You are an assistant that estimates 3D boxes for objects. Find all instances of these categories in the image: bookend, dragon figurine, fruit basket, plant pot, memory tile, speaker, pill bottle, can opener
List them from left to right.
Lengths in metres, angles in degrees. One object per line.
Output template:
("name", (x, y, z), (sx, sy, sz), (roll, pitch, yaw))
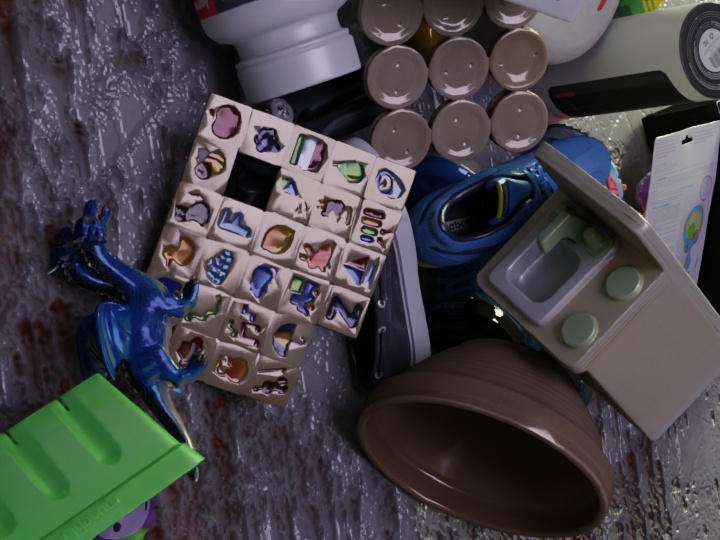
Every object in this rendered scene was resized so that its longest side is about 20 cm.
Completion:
("fruit basket", (-0.192, 0.201, 1.179), (0.215, 0.155, 0.216), (13, 62, -26))
("dragon figurine", (-0.162, 0.053, 1.252), (0.099, 0.059, 0.201), (2, 73, -26))
("pill bottle", (-0.073, -0.231, 1.342), (0.119, 0.119, 0.201), (-24, 99, -39))
("can opener", (-0.034, -0.117, 1.404), (0.063, 0.079, 0.200), (46, 47, 6))
("memory tile", (0.070, -0.179, 1.381), (0.153, 0.017, 0.201), (-11, 111, -16))
("plant pot", (0.105, 0.116, 1.390), (0.201, 0.201, 0.093), (40, 57, -28))
("speaker", (0.223, -0.174, 1.527), (0.081, 0.200, 0.081), (1, 88, -37))
("bookend", (0.384, -0.082, 1.716), (0.198, 0.092, 0.201), (-23, 99, -39))

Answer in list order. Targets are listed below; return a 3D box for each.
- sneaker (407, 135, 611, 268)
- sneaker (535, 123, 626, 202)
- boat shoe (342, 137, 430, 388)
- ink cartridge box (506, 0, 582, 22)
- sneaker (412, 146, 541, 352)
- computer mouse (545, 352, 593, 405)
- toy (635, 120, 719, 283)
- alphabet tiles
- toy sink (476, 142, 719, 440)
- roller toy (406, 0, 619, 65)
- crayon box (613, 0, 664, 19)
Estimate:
("sneaker", (0.126, -0.057, 1.415), (0.200, 0.078, 0.066), (-24, 88, -24))
("sneaker", (0.177, -0.025, 1.547), (0.095, 0.079, 0.201), (-15, 94, -38))
("boat shoe", (0.000, 0.000, 1.394), (0.066, 0.070, 0.201), (-25, 119, -26))
("ink cartridge box", (0.086, -0.279, 1.280), (0.200, 0.084, 0.145), (15, 116, -25))
("sneaker", (0.084, 0.003, 1.466), (0.111, 0.077, 0.200), (-51, 122, -42))
("computer mouse", (0.189, 0.053, 1.509), (0.058, 0.034, 0.200), (-2, 120, -32))
("toy", (0.262, -0.031, 1.608), (0.115, 0.047, 0.201), (-18, 116, -49))
("alphabet tiles", (-0.067, -0.007, 1.329), (0.167, 0.008, 0.201), (20, 90, -17))
("toy sink", (0.177, 0.021, 1.373), (0.112, 0.130, 0.200), (-46, 137, -1))
("roller toy", (0.115, -0.256, 1.489), (0.182, 0.140, 0.201), (-3, 95, -45))
("crayon box", (0.243, -0.292, 1.562), (0.051, 0.200, 0.126), (11, 75, -10))
